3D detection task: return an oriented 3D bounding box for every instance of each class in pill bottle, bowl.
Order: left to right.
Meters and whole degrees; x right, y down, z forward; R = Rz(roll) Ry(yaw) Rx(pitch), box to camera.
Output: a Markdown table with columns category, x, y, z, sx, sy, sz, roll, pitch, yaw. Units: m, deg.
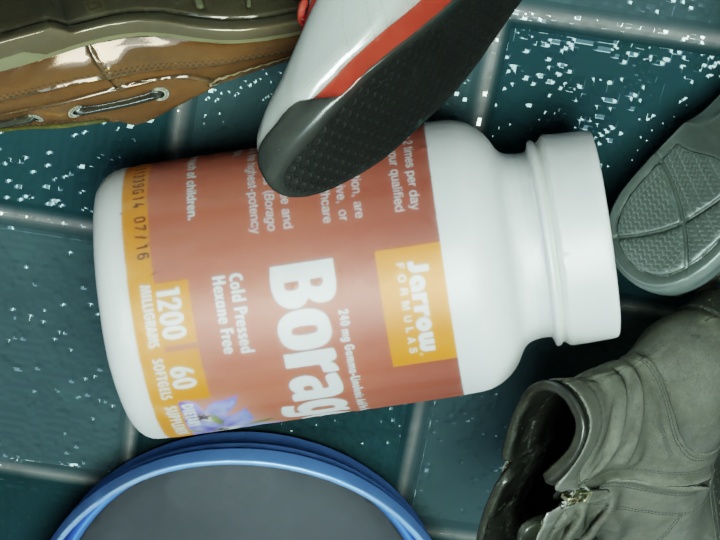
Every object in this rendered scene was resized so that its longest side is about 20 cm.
| category | x | y | z | sx | sy | sz | roll | pitch | yaw |
| --- | --- | --- | --- | --- | --- | --- | --- | --- | --- |
| bowl | -0.054 | 0.163 | 0.956 | 0.200 | 0.039 | 0.201 | 0 | 116 | -1 |
| pill bottle | 0.000 | 0.000 | 0.837 | 0.199 | 0.112 | 0.112 | -9 | 116 | 4 |

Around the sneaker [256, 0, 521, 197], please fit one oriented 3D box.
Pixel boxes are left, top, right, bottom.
| category | x | y | z | sx | sy | sz | roll | pitch | yaw |
| --- | --- | --- | --- | --- | --- | --- | --- | --- | --- |
| sneaker | 0.009 | -0.130 | 0.771 | 0.108 | 0.067 | 0.201 | 43 | 96 | 23 |

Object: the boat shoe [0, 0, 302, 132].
| category | x | y | z | sx | sy | sz | roll | pitch | yaw |
| --- | --- | --- | --- | --- | --- | --- | --- | --- | --- |
| boat shoe | -0.088 | -0.098 | 0.820 | 0.199 | 0.072 | 0.068 | -7 | 146 | -7 |

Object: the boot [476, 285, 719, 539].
| category | x | y | z | sx | sy | sz | roll | pitch | yaw |
| --- | --- | --- | --- | --- | --- | --- | --- | --- | --- |
| boot | 0.096 | 0.100 | 0.866 | 0.130 | 0.068 | 0.200 | -24 | 139 | -33 |

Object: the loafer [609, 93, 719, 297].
| category | x | y | z | sx | sy | sz | roll | pitch | yaw |
| --- | --- | --- | --- | --- | --- | --- | --- | --- | --- |
| loafer | 0.186 | -0.063 | 0.846 | 0.200 | 0.072 | 0.063 | -41 | 154 | 14 |
